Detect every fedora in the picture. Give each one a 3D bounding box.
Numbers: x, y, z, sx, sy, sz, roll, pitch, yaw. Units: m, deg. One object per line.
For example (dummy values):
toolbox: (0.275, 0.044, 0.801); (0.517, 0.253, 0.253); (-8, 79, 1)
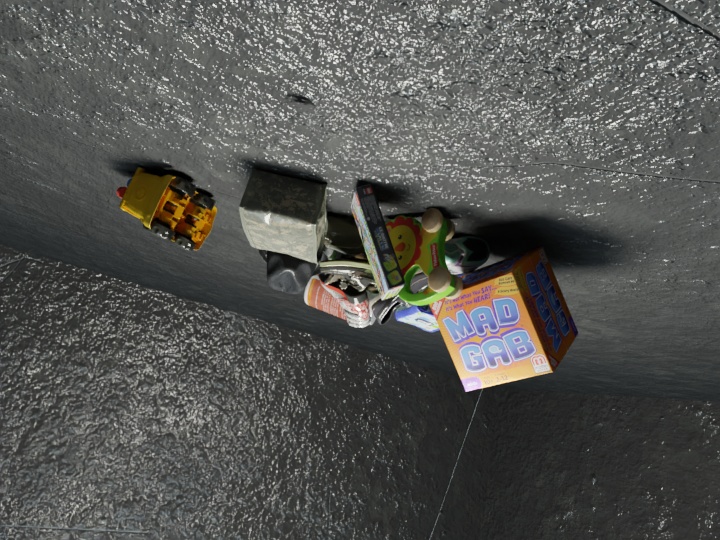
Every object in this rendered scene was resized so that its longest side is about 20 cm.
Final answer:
fedora: (-0.166, -0.005, 1.389); (0.195, 0.094, 0.202); (9, 154, 4)

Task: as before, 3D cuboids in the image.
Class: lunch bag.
lunch bag: (0.203, 0.089, 1.542); (0.195, 0.131, 0.170); (-11, 171, -19)
lunch bag: (-0.154, -0.100, 1.228); (0.160, 0.120, 0.201); (12, 151, 2)

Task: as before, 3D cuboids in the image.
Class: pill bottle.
pill bottle: (-0.045, 0.072, 1.594); (0.196, 0.114, 0.112); (20, 168, 15)

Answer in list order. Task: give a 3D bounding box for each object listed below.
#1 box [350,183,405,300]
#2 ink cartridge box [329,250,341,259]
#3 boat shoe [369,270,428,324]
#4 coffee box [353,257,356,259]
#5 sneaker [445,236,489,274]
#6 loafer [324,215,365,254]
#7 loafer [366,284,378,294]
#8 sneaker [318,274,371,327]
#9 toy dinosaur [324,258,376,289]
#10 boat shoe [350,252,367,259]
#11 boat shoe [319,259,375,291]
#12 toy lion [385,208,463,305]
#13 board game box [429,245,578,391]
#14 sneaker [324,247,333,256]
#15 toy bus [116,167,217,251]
box: (0.032, -0.053, 1.145); (0.034, 0.204, 0.110); (-16, 169, -9)
ink cartridge box: (-0.153, -0.059, 1.540); (0.195, 0.061, 0.104); (11, 167, 10)
boat shoe: (0.107, 0.062, 1.378); (0.198, 0.064, 0.072); (-34, 150, 30)
coffee box: (0.092, -0.014, 1.528); (0.197, 0.045, 0.122); (21, 161, -31)
sneaker: (0.184, -0.030, 1.321); (0.195, 0.080, 0.140); (12, 165, 6)
loafer: (-0.059, -0.084, 1.335); (0.196, 0.077, 0.069); (5, 169, 27)
loafer: (0.099, 0.026, 1.446); (0.195, 0.077, 0.068); (-8, 141, 10)
sneaker: (-0.041, 0.073, 1.495); (0.066, 0.110, 0.200); (-25, -150, -24)
toy dinosaur: (0.000, 0.000, 1.405); (0.195, 0.079, 0.103); (-5, -159, 8)
boat shoe: (0.036, -0.056, 1.369); (0.069, 0.072, 0.199); (2, -177, -28)
boat shoe: (0.004, 0.013, 1.313); (0.196, 0.068, 0.072); (4, 180, -16)
toy lion: (0.104, -0.023, 1.199); (0.189, 0.205, 0.068); (-22, 150, 34)
board game box: (0.297, 0.097, 1.211); (0.197, 0.204, 0.199); (-23, -177, 38)
sneaker: (-0.163, -0.088, 1.453); (0.197, 0.077, 0.105); (22, 179, -23)
toy bus: (-0.460, -0.148, 1.363); (0.189, 0.138, 0.200); (21, 173, 23)
